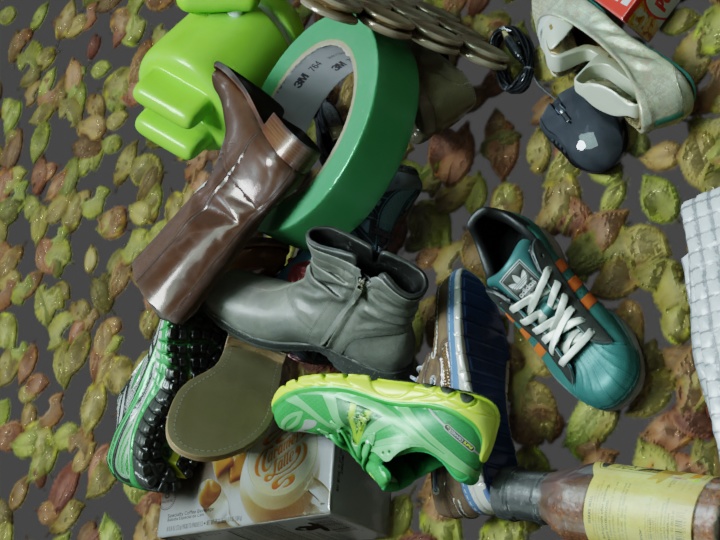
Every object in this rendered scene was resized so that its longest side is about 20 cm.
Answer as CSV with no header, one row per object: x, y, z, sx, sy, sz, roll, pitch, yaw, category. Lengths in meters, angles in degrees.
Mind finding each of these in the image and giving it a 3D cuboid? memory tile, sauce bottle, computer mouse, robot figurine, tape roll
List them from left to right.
-0.129,-0.194,1.513,0.115,0.176,0.200,29,56,18,robot figurine
-0.091,-0.088,1.519,0.200,0.044,0.110,-41,53,15,computer mouse
-0.031,-0.119,1.360,0.200,0.048,0.202,-34,44,42,tape roll
0.021,-0.218,1.350,0.153,0.199,0.017,48,119,54,memory tile
0.155,-0.147,1.321,0.059,0.034,0.200,-51,45,14,computer mouse
0.180,0.168,1.135,0.199,0.066,0.066,4,74,42,sauce bottle

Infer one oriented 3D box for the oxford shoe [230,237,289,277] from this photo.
-0.118,0.025,1.460,0.200,0.071,0.072,-39,51,52,oxford shoe

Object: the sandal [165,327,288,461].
-0.107,0.113,1.312,0.212,0.077,0.070,-65,-4,-56,sandal

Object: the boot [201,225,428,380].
-0.036,0.010,1.291,0.199,0.131,0.068,20,47,16,boot

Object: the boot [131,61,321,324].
-0.137,-0.065,1.356,0.200,0.064,0.187,-52,37,10,boot

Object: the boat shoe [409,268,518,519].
0.073,0.096,1.260,0.072,0.072,0.201,-21,59,33,boat shoe

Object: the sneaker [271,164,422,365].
0.000,0.000,1.385,0.200,0.079,0.096,-52,58,21,sneaker

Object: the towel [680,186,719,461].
0.307,0.026,1.072,0.165,0.085,0.201,-24,58,35,towel

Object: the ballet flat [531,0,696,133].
0.183,-0.171,1.275,0.062,0.068,0.200,-30,44,-17,ballet flat

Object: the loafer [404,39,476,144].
0.044,-0.172,1.412,0.200,0.067,0.076,-119,21,-52,loafer

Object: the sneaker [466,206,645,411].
0.140,0.027,1.223,0.071,0.080,0.200,-48,47,16,sneaker

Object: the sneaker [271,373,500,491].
0.010,0.123,1.214,0.199,0.074,0.084,3,80,36,sneaker

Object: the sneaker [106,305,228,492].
-0.171,0.091,1.380,0.085,0.078,0.201,-4,59,44,sneaker

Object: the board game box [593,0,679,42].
0.241,-0.307,1.304,0.200,0.046,0.152,-54,45,11,board game box

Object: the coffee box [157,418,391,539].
-0.072,0.171,1.355,0.199,0.080,0.115,-14,60,38,coffee box
